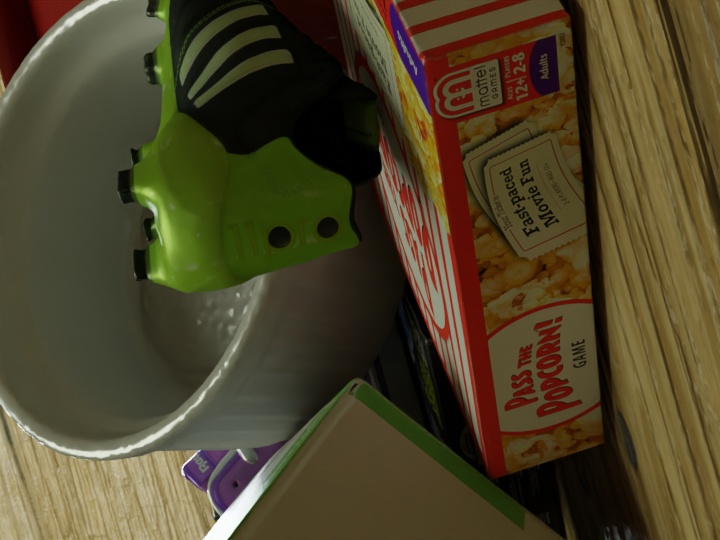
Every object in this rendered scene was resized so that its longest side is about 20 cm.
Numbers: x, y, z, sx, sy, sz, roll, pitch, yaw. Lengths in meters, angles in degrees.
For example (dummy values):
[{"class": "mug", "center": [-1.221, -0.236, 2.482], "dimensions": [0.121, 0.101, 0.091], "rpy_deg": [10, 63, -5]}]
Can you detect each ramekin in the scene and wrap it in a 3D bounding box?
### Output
[{"class": "ramekin", "center": [-0.072, -0.016, 0.800], "dimensions": [0.098, 0.200, 0.201], "rpy_deg": [11, -130, -47]}]

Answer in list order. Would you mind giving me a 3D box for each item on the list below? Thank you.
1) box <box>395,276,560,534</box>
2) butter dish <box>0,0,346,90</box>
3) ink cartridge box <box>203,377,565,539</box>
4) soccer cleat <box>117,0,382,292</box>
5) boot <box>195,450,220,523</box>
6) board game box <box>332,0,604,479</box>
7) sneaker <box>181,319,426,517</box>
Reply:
[{"class": "box", "center": [0.044, 0.048, 0.879], "dimensions": [0.160, 0.044, 0.200], "rpy_deg": [-113, 7, -50]}, {"class": "butter dish", "center": [-0.077, -0.155, 0.931], "dimensions": [0.148, 0.199, 0.200], "rpy_deg": [-54, 48, 51]}, {"class": "ink cartridge box", "center": [0.013, 0.131, 0.727], "dimensions": [0.145, 0.084, 0.200], "rpy_deg": [38, 164, -1]}, {"class": "soccer cleat", "center": [-0.034, -0.055, 0.641], "dimensions": [0.200, 0.081, 0.068], "rpy_deg": [-93, -4, -58]}, {"class": "boot", "center": [-0.025, 0.103, 1.188], "dimensions": [0.073, 0.162, 0.199], "rpy_deg": [93, 159, -74]}, {"class": "board game box", "center": [0.032, -0.050, 0.626], "dimensions": [0.200, 0.046, 0.152], "rpy_deg": [77, 174, -47]}, {"class": "sneaker", "center": [-0.035, 0.049, 0.855], "dimensions": [0.073, 0.114, 0.201], "rpy_deg": [178, 76, -87]}]
